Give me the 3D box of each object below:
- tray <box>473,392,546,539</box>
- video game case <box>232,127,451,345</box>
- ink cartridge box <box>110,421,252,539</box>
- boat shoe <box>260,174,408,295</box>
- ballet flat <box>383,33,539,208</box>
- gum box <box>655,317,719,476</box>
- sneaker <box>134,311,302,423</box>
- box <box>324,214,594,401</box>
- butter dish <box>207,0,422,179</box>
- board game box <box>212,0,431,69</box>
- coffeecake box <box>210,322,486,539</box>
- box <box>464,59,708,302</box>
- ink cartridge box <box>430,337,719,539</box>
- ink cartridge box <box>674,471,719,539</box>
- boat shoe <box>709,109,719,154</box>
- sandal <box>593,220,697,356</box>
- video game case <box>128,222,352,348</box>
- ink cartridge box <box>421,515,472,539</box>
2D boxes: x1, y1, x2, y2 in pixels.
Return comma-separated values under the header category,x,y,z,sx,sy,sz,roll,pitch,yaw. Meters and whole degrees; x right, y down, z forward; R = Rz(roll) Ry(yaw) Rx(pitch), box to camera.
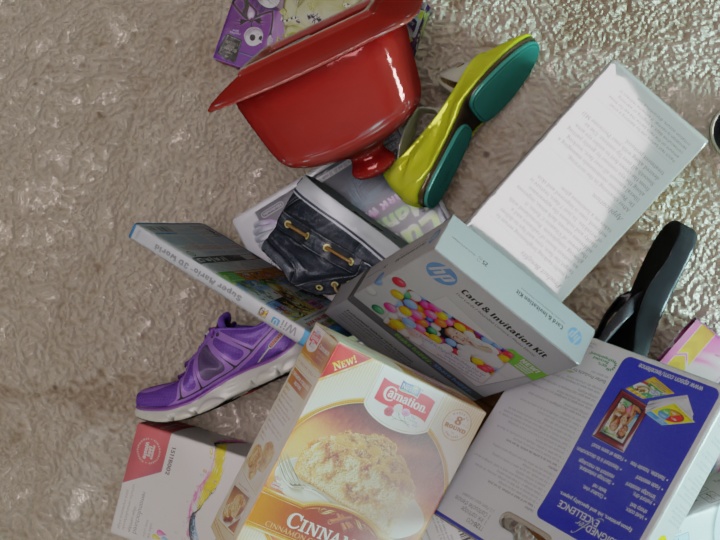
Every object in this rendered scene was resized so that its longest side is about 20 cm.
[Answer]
category,x,y,z,sx,sy,sz,roll,pitch,yaw
tray,0.161,0.170,0.950,0.099,0.037,0.200,-54,40,7
video game case,-0.005,-0.022,1.065,0.200,0.023,0.182,-30,81,11
ink cartridge box,-0.135,0.231,1.064,0.199,0.067,0.117,14,91,14
boat shoe,0.000,0.000,1.021,0.200,0.071,0.091,37,101,19
ballet flat,0.090,-0.153,1.019,0.067,0.067,0.200,33,87,27
gum box,0.281,0.155,0.960,0.113,0.066,0.200,40,98,12
sneaker,-0.139,0.091,1.062,0.199,0.081,0.084,-26,85,13
box,0.078,0.044,0.914,0.156,0.200,0.041,38,59,-13
butter dish,-0.015,-0.154,0.984,0.199,0.200,0.148,-21,107,13
board game box,-0.041,-0.240,1.082,0.199,0.032,0.120,20,97,14
coffeecake box,-0.011,0.169,0.907,0.153,0.073,0.201,27,91,-21
box,0.187,-0.070,0.944,0.106,0.152,0.200,42,99,2
ink cartridge box,0.180,0.156,0.871,0.197,0.047,0.200,22,78,50
ink cartridge box,0.297,0.273,0.893,0.160,0.047,0.201,-15,105,-21
boat shoe,0.404,-0.092,0.943,0.200,0.062,0.075,34,98,15
sandal,0.241,0.044,0.972,0.043,0.076,0.201,26,84,-6
video game case,-0.103,0.010,1.004,0.200,0.143,0.018,30,100,14
ink cartridge box,0.058,0.309,0.991,0.176,0.045,0.201,-20,92,1
